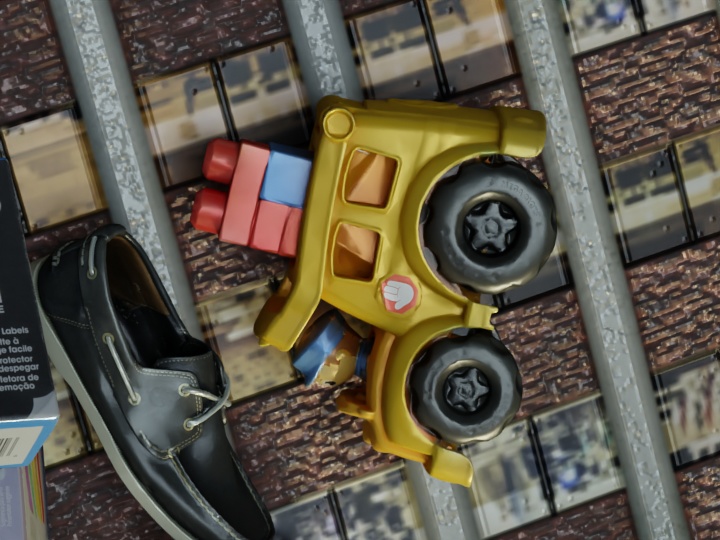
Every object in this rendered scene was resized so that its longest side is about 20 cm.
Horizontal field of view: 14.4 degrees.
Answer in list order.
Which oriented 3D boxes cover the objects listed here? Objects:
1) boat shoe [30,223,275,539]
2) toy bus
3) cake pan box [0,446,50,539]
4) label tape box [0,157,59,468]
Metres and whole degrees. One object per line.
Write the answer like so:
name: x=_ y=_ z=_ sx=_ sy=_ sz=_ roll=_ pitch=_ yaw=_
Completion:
boat shoe: x=-0.101 y=0.069 z=1.504 sx=0.067 sy=0.072 sz=0.201 roll=-28 pitch=96 yaw=28
toy bus: x=0.000 y=0.000 z=1.528 sx=0.191 sy=0.136 sz=0.201 roll=9 pitch=97 yaw=-6
cake pan box: x=-0.182 y=0.168 z=1.426 sx=0.052 sy=0.184 sz=0.201 roll=-5 pitch=81 yaw=-1
label tape box: x=-0.233 y=-0.005 z=1.323 sx=0.143 sy=0.063 sz=0.201 roll=-4 pitch=66 yaw=-24
